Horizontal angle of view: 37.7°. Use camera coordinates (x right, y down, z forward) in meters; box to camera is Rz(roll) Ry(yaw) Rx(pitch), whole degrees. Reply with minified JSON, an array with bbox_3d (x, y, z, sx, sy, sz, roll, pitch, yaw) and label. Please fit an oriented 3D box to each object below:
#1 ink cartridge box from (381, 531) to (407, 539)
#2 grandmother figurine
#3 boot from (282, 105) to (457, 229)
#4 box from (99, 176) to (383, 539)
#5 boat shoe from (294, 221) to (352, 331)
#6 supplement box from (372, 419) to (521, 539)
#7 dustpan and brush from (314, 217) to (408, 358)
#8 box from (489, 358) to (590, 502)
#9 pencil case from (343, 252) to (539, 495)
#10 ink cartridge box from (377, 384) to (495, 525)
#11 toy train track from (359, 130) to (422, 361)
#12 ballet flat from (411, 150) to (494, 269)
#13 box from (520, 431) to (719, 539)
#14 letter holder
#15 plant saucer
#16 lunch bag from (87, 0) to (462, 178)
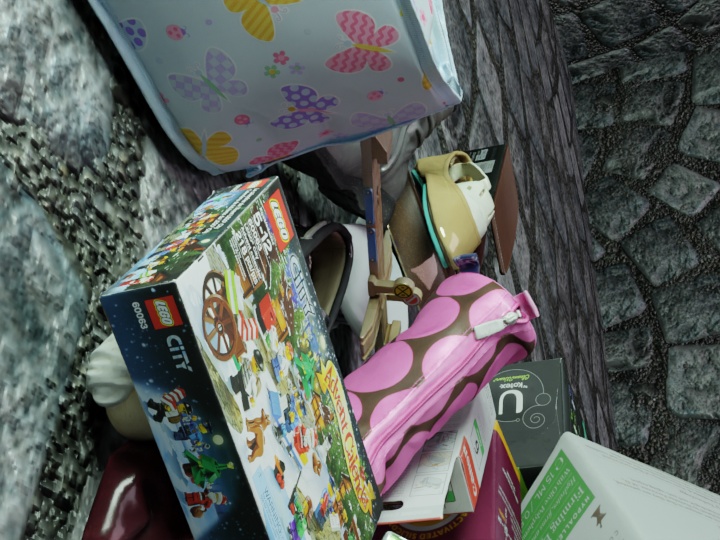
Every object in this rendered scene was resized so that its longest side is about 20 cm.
[{"bbox_3d":[-0.015,0.244,0.537,0.200,0.059,0.104,-55,166,-32],"label":"ink cartridge box"},{"bbox_3d":[-0.090,0.123,0.491,0.121,0.060,0.201,-1,84,-81],"label":"grandmother figurine"},{"bbox_3d":[-0.001,-0.122,0.783,0.132,0.070,0.200,-61,156,-3],"label":"boot"},{"bbox_3d":[-0.046,0.071,0.508,0.137,0.038,0.200,-59,135,-63],"label":"box"},{"bbox_3d":[-0.047,0.033,0.641,0.200,0.060,0.074,-70,145,-58],"label":"boat shoe"},{"bbox_3d":[0.064,0.226,0.819,0.200,0.110,0.086,-83,155,-44],"label":"supplement box"},{"bbox_3d":[0.000,0.000,0.866,0.140,0.057,0.200,61,30,-23],"label":"dustpan and brush"},{"bbox_3d":[0.150,0.200,1.037,0.125,0.148,0.200,-82,154,-43],"label":"box"},{"bbox_3d":[0.032,0.082,0.688,0.200,0.094,0.091,-44,109,-29],"label":"pencil case"},{"bbox_3d":[0.031,0.142,0.767,0.200,0.109,0.050,-61,138,-63],"label":"ink cartridge box"},{"bbox_3d":[0.022,-0.015,0.724,0.115,0.032,0.200,-76,165,-47],"label":"toy train track"},{"bbox_3d":[0.082,-0.063,0.901,0.200,0.063,0.069,-97,165,-66],"label":"ballet flat"},{"bbox_3d":[0.220,0.278,0.847,0.200,0.199,0.171,24,15,-20],"label":"box"},{"bbox_3d":[0.121,-0.035,1.169,0.200,0.100,0.142,-64,142,-62],"label":"letter holder"},{"bbox_3d":[0.054,-0.021,0.973,0.200,0.034,0.201,-20,90,-84],"label":"plant saucer"},{"bbox_3d":[-0.049,-0.157,0.595,0.127,0.169,0.200,-83,152,-51],"label":"lunch bag"}]
